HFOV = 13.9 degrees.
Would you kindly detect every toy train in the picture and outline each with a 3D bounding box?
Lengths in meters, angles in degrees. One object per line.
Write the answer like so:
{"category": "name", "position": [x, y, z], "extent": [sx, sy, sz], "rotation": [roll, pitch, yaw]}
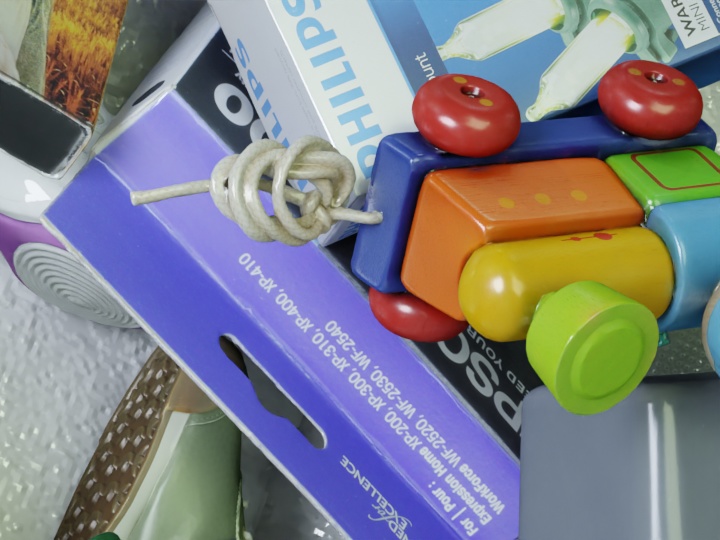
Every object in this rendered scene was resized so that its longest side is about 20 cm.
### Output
{"category": "toy train", "position": [0.043, 0.002, 0.892], "extent": [0.199, 0.085, 0.116], "rotation": [-6, 34, -30]}

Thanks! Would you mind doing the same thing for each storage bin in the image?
{"category": "storage bin", "position": [0.144, 0.099, 0.971], "extent": [0.199, 0.145, 0.135], "rotation": [-4, 90, -29]}

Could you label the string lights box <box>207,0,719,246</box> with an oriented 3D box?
{"category": "string lights box", "position": [0.058, -0.095, 0.992], "extent": [0.199, 0.059, 0.103], "rotation": [-23, 81, -19]}

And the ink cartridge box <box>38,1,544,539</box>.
{"category": "ink cartridge box", "position": [0.000, 0.000, 1.029], "extent": [0.198, 0.043, 0.200], "rotation": [46, 30, -10]}

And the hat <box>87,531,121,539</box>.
{"category": "hat", "position": [-0.180, 0.136, 0.867], "extent": [0.175, 0.200, 0.166], "rotation": [17, 104, 9]}

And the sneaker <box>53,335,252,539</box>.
{"category": "sneaker", "position": [-0.065, 0.125, 1.005], "extent": [0.090, 0.067, 0.201], "rotation": [29, 71, -18]}

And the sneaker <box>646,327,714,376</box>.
{"category": "sneaker", "position": [0.102, -0.008, 1.072], "extent": [0.070, 0.080, 0.201], "rotation": [-17, 98, 9]}

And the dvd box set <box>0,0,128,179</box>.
{"category": "dvd box set", "position": [-0.140, -0.133, 1.003], "extent": [0.146, 0.029, 0.200], "rotation": [32, 36, -17]}

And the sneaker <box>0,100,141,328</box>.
{"category": "sneaker", "position": [-0.110, -0.051, 1.022], "extent": [0.200, 0.075, 0.100], "rotation": [33, 65, -16]}
